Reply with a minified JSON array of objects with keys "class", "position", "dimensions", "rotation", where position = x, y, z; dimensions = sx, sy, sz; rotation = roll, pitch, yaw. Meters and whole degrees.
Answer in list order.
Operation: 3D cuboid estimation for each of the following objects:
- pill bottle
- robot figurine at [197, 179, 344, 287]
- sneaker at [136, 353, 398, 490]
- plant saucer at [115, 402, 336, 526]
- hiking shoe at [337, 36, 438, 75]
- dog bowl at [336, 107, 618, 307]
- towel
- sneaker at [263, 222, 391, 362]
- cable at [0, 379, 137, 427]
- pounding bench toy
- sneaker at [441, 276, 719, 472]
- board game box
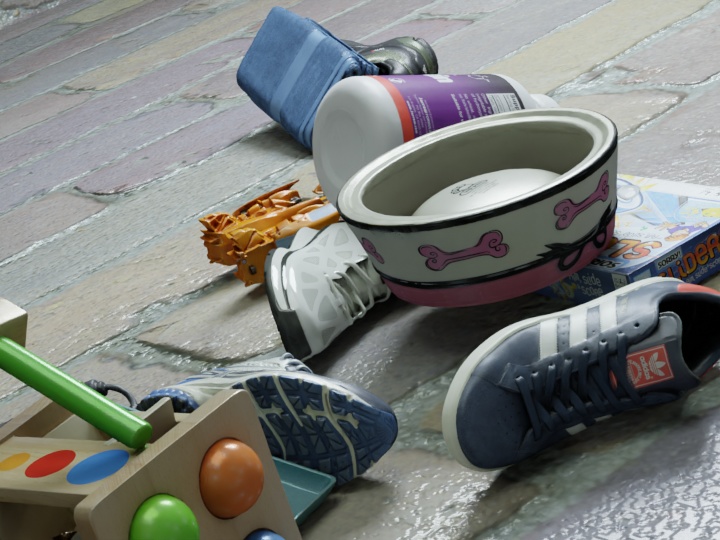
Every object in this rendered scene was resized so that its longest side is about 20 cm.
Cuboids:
[{"class":"pill bottle","position":[0.068,-0.102,1.337],"dimensions":[0.200,0.113,0.112],"rotation":[-6,10,-34]},{"class":"robot figurine","position":[-0.030,-0.050,1.408],"dimensions":[0.200,0.058,0.145],"rotation":[-25,22,-18]},{"class":"sneaker","position":[-0.050,0.084,1.045],"dimensions":[0.200,0.077,0.085],"rotation":[0,22,40]},{"class":"plant saucer","position":[-0.114,0.122,1.004],"dimensions":[0.200,0.019,0.070],"rotation":[14,34,30]},{"class":"hiking shoe","position":[-0.020,-0.209,1.805],"dimensions":[0.200,0.076,0.101],"rotation":[-8,21,29]},{"class":"dog bowl","position":[0.088,-0.043,1.151],"dimensions":[0.200,0.074,0.200],"rotation":[-15,21,6]},{"class":"towel","position":[-0.058,-0.203,1.760],"dimensions":[0.112,0.048,0.200],"rotation":[-57,39,9]},{"class":"sneaker","position":[0.000,-0.001,1.222],"dimensions":[0.115,0.076,0.201],"rotation":[-15,17,13]},{"class":"cable","position":[-0.240,0.135,1.102],"dimensions":[0.163,0.051,0.200],"rotation":[-10,22,16]},{"class":"pounding bench toy","position":[-0.132,0.109,0.854],"dimensions":[0.156,0.200,0.124],"rotation":[-2,24,39]},{"class":"sneaker","position":[0.139,0.056,0.946],"dimensions":[0.200,0.075,0.084],"rotation":[-28,17,-27]},{"class":"board game box","position":[0.178,-0.024,1.189],"dimensions":[0.135,0.035,0.200],"rotation":[-28,22,-27]}]
